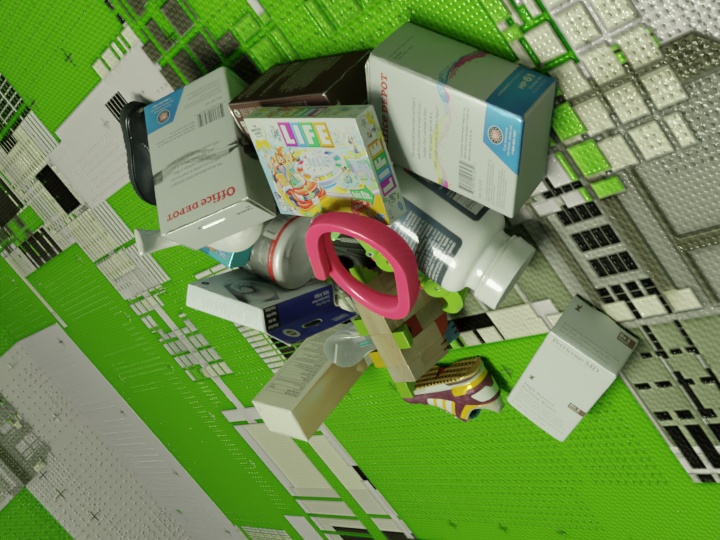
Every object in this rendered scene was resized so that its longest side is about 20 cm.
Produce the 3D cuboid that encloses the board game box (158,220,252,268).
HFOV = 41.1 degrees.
[{"bbox_3d":[-0.206,-0.129,1.422,0.150,0.047,0.203,30,110,24],"label":"board game box"}]

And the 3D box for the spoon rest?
[{"bbox_3d":[-0.228,-0.066,1.391,0.196,0.061,0.101,-13,89,17],"label":"spoon rest"}]

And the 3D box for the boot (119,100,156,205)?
[{"bbox_3d":[-0.307,-0.169,1.569,0.167,0.076,0.203,26,139,33],"label":"boot"}]

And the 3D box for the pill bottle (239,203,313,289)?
[{"bbox_3d":[-0.164,-0.055,1.503,0.198,0.114,0.115,22,143,32],"label":"pill bottle"}]

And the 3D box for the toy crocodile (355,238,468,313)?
[{"bbox_3d":[0.067,-0.012,1.286,0.198,0.068,0.062,30,136,-20],"label":"toy crocodile"}]

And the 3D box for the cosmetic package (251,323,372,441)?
[{"bbox_3d":[-0.075,0.180,1.596,0.104,0.200,0.072,7,135,45],"label":"cosmetic package"}]

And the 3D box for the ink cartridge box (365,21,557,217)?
[{"bbox_3d":[0.109,-0.171,1.076,0.198,0.085,0.146,27,145,24],"label":"ink cartridge box"}]

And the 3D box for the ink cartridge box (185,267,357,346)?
[{"bbox_3d":[-0.132,0.044,1.475,0.197,0.199,0.041,18,109,26],"label":"ink cartridge box"}]

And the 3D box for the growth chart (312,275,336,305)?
[{"bbox_3d":[-0.115,-0.006,1.600,0.198,0.018,0.146,24,145,31],"label":"growth chart"}]

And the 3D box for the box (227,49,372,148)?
[{"bbox_3d":[-0.065,-0.214,1.214,0.198,0.100,0.076,4,132,48],"label":"box"}]

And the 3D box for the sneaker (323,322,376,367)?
[{"bbox_3d":[0.036,0.094,1.499,0.197,0.080,0.071,-10,115,31],"label":"sneaker"}]

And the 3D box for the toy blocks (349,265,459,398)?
[{"bbox_3d":[0.073,0.054,1.348,0.099,0.136,0.203,-12,109,54],"label":"toy blocks"}]

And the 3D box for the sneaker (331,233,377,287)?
[{"bbox_3d":[0.000,0.000,1.387,0.076,0.084,0.201,26,160,44],"label":"sneaker"}]

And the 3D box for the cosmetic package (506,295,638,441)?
[{"bbox_3d":[0.273,0.133,1.260,0.101,0.074,0.201,35,149,14],"label":"cosmetic package"}]

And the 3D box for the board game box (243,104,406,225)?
[{"bbox_3d":[-0.045,-0.128,1.147,0.198,0.034,0.136,9,128,45],"label":"board game box"}]

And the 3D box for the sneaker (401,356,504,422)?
[{"bbox_3d":[0.138,0.197,1.490,0.091,0.075,0.199,55,149,-10],"label":"sneaker"}]

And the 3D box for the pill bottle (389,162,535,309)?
[{"bbox_3d":[0.110,-0.046,1.189,0.199,0.120,0.120,36,148,12],"label":"pill bottle"}]

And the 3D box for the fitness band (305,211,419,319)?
[{"bbox_3d":[0.004,-0.008,1.181,0.141,0.038,0.201,21,154,18],"label":"fitness band"}]

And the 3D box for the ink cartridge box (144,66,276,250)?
[{"bbox_3d":[-0.207,-0.150,1.316,0.143,0.204,0.083,-20,158,21],"label":"ink cartridge box"}]
